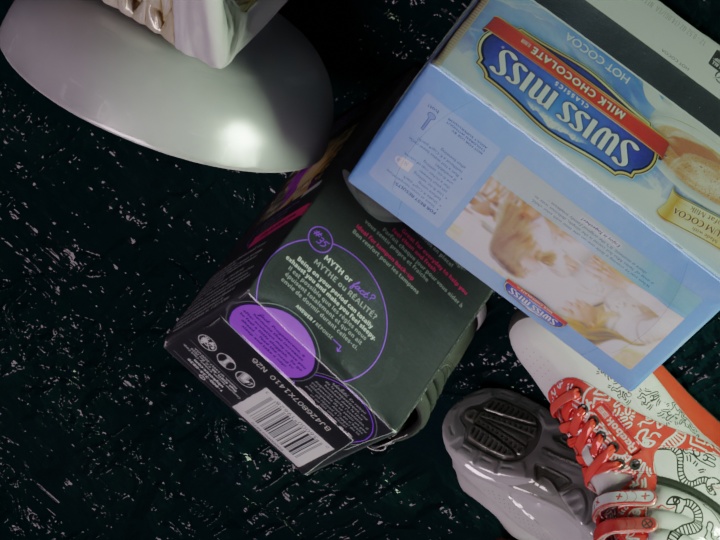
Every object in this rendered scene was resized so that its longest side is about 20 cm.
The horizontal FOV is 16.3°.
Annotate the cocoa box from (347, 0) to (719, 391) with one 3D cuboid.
[{"bbox_3d":[0.121,-0.060,1.348,0.200,0.131,0.133,37,146,-1],"label":"cocoa box"}]

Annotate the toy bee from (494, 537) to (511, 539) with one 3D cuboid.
[{"bbox_3d":[0.121,0.293,1.789,0.131,0.109,0.200,-13,122,46],"label":"toy bee"}]

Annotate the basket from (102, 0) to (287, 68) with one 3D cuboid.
[{"bbox_3d":[-0.091,-0.232,1.328,0.123,0.136,0.200,25,143,20],"label":"basket"}]

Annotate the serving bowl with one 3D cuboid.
[{"bbox_3d":[-0.102,-0.131,1.437,0.200,0.200,0.066,28,112,12],"label":"serving bowl"}]

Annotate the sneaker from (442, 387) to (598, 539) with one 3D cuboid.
[{"bbox_3d":[0.145,0.154,1.645,0.200,0.078,0.099,32,153,22],"label":"sneaker"}]

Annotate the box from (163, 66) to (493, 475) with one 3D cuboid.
[{"bbox_3d":[0.000,0.000,1.463,0.122,0.200,0.106,44,145,-11],"label":"box"}]

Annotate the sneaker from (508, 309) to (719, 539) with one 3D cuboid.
[{"bbox_3d":[0.157,0.113,1.542,0.201,0.108,0.067,38,146,-3],"label":"sneaker"}]

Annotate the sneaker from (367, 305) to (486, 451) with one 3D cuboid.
[{"bbox_3d":[0.003,0.076,1.642,0.071,0.099,0.200,39,147,-8],"label":"sneaker"}]
